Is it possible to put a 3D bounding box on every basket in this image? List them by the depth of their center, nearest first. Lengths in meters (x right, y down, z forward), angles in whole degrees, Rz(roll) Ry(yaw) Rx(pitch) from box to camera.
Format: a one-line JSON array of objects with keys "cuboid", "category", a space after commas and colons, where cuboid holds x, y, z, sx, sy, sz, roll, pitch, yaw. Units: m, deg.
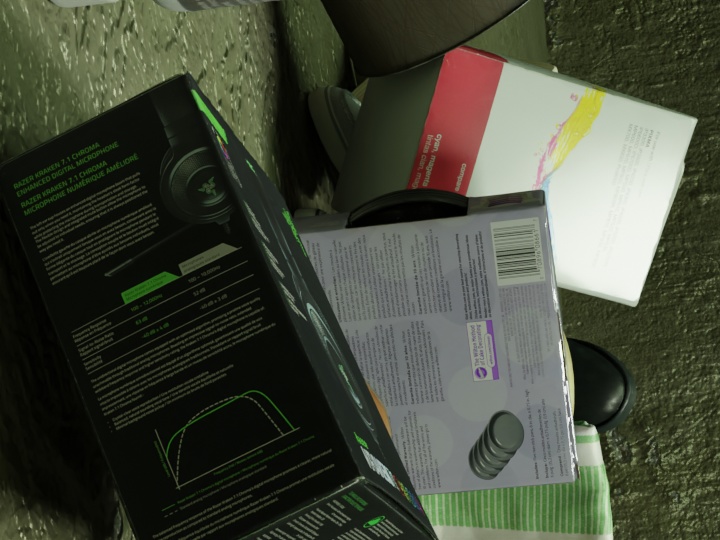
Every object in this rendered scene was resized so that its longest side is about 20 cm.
[{"cuboid": [0.010, -0.250, 1.262, 0.200, 0.180, 0.136, 53, 48, -20], "category": "basket"}]

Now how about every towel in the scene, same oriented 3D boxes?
[{"cuboid": [0.104, 0.204, 1.322, 0.023, 0.152, 0.201, -5, 92, -61], "category": "towel"}]

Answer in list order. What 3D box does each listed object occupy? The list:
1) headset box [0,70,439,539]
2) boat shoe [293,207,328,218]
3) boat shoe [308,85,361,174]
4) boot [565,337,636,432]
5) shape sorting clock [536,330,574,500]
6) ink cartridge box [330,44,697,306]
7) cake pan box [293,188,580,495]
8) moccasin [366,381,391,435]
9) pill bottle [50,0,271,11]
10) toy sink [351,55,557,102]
[{"cuboid": [-0.059, 0.035, 0.816, 0.200, 0.093, 0.174, 65, 4, 21], "category": "headset box"}, {"cuboid": [0.000, 0.000, 1.362, 0.200, 0.070, 0.071, 53, 32, -71], "category": "boat shoe"}, {"cuboid": [0.041, -0.074, 1.456, 0.201, 0.071, 0.070, 48, 24, -26], "category": "boat shoe"}, {"cuboid": [0.107, 0.057, 1.539, 0.162, 0.198, 0.073, 26, 94, -47], "category": "boot"}, {"cuboid": [0.083, 0.095, 1.393, 0.039, 0.200, 0.201, 12, 68, -42], "category": "shape sorting clock"}, {"cuboid": [0.107, -0.075, 1.360, 0.145, 0.200, 0.145, -146, -109, -69], "category": "ink cartridge box"}, {"cuboid": [0.042, 0.049, 1.250, 0.052, 0.184, 0.201, -75, 156, -74], "category": "cake pan box"}, {"cuboid": [-0.027, 0.090, 1.162, 0.202, 0.073, 0.078, 73, 24, -58], "category": "moccasin"}, {"cuboid": [-0.046, -0.177, 0.851, 0.114, 0.199, 0.114, -6, 90, -81], "category": "pill bottle"}, {"cuboid": [0.057, -0.100, 1.559, 0.112, 0.200, 0.131, -45, 137, -38], "category": "toy sink"}]
